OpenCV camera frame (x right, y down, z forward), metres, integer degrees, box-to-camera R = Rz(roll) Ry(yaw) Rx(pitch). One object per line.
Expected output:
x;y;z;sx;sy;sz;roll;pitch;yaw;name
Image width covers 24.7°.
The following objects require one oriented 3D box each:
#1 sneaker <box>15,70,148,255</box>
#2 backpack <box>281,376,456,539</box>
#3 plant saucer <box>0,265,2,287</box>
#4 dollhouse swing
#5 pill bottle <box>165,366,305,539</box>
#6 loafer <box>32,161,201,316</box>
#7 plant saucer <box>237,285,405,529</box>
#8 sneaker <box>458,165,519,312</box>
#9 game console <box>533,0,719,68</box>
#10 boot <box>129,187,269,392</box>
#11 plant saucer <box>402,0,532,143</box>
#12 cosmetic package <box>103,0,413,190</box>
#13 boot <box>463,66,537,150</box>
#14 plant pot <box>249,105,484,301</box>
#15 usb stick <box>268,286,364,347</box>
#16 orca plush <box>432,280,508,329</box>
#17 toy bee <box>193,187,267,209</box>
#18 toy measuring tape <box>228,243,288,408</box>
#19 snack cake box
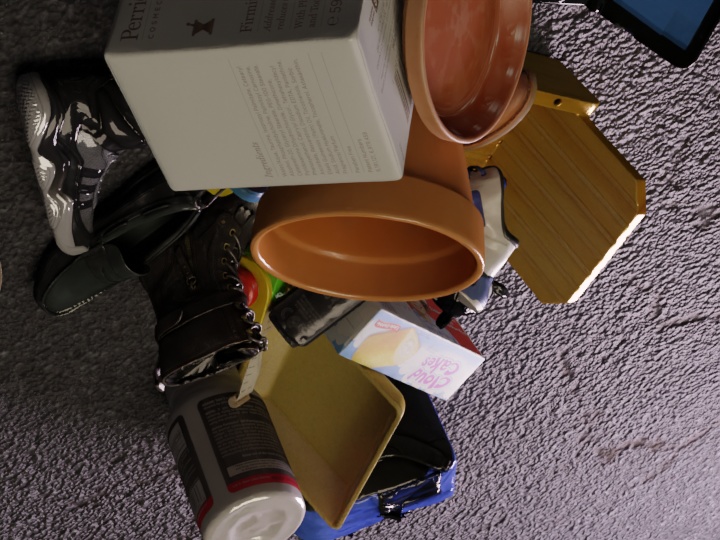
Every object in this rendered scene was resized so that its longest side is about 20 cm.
-0.227;-0.096;1.429;0.113;0.076;0.201;-15;139;-10;sneaker
-0.007;0.223;1.864;0.199;0.163;0.168;-19;145;-12;backpack
-0.424;0.011;1.476;0.199;0.032;0.201;-17;142;-13;plant saucer
0.140;-0.080;1.585;0.181;0.176;0.200;7;132;-36;dollhouse swing
-0.139;0.188;1.712;0.110;0.200;0.111;-16;142;-13;pill bottle
-0.226;-0.020;1.524;0.200;0.071;0.068;-40;140;17;loafer
-0.040;0.138;1.735;0.048;0.200;0.200;-20;148;-43;plant saucer
0.072;-0.067;1.533;0.115;0.199;0.081;-47;177;-7;sneaker
0.241;-0.288;1.449;0.170;0.119;0.200;-3;136;-29;game console
-0.121;0.011;1.537;0.199;0.175;0.069;-30;143;5;boot
0.085;-0.205;1.334;0.200;0.032;0.201;-29;125;-54;plant saucer
-0.068;-0.179;1.293;0.199;0.168;0.167;-2;144;15;cosmetic package
0.040;-0.171;1.453;0.199;0.077;0.155;1;159;39;boot
0.011;-0.072;1.407;0.199;0.141;0.200;4;158;2;plant pot
0.000;0.000;1.596;0.200;0.056;0.033;-37;-174;9;usb stick
0.082;0.020;1.663;0.105;0.200;0.071;24;99;-19;orca plush
-0.105;-0.124;1.468;0.131;0.109;0.200;-40;166;6;toy bee
-0.119;0.041;1.646;0.073;0.074;0.201;0;124;-30;toy measuring tape
0.030;0.052;1.710;0.067;0.115;0.200;-48;141;13;snack cake box
